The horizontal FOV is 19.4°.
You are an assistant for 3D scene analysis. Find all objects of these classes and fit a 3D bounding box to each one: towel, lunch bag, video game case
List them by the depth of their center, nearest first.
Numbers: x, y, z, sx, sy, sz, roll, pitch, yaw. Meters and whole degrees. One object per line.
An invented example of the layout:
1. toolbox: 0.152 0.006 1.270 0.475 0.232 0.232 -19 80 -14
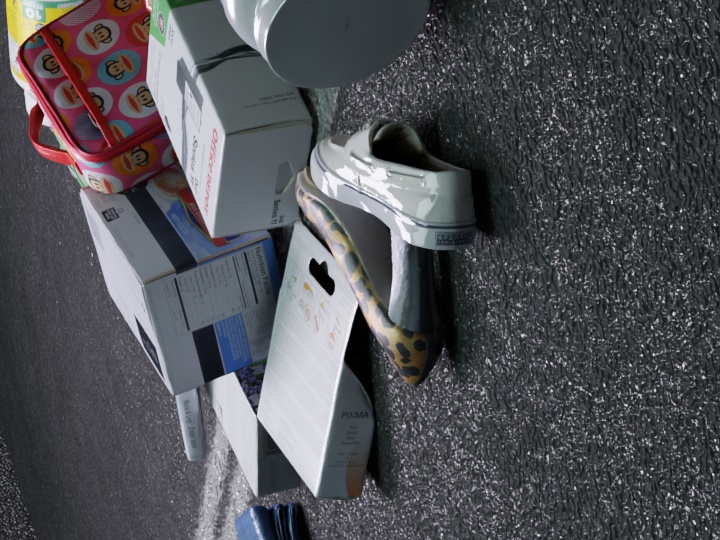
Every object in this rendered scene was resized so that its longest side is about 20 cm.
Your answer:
1. lunch bag: -0.241 -0.170 2.029 0.200 0.176 0.082 54 172 37
2. towel: -0.071 0.332 2.103 0.112 0.048 0.200 139 115 -69
3. video game case: -0.186 0.065 2.180 0.182 0.024 0.200 86 176 -49

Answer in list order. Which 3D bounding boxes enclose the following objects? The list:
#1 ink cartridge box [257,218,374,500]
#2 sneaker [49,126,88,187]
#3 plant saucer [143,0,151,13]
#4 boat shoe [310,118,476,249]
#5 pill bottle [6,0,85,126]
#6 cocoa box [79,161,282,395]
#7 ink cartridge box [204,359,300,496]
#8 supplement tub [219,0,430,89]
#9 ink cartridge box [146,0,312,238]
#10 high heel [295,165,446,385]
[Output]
1. ink cartridge box: -0.030 0.076 1.850 0.162 0.050 0.200 46 127 57
2. sneaker: -0.330 -0.155 2.470 0.085 0.078 0.200 101 149 -51
3. plant saucer: -0.200 -0.339 1.973 0.200 0.037 0.200 -117 21 -68
4. boat shoe: 0.024 -0.077 1.530 0.200 0.071 0.070 -142 51 -59
5. pill bottle: -0.340 -0.264 2.369 0.113 0.113 0.200 -121 26 -42
6. cocoa box: -0.163 -0.003 1.989 0.200 0.131 0.134 -130 23 -53
7. ink cartridge box: -0.112 0.113 2.070 0.200 0.050 0.109 -119 24 -45
8. supplement tub: -0.044 -0.241 1.486 0.145 0.145 0.200 101 150 -50
9. ink cartridge box: -0.119 -0.150 1.856 0.147 0.083 0.200 102 150 -51
10. high heel: 0.000 0.000 1.637 0.200 0.071 0.143 33 131 56
